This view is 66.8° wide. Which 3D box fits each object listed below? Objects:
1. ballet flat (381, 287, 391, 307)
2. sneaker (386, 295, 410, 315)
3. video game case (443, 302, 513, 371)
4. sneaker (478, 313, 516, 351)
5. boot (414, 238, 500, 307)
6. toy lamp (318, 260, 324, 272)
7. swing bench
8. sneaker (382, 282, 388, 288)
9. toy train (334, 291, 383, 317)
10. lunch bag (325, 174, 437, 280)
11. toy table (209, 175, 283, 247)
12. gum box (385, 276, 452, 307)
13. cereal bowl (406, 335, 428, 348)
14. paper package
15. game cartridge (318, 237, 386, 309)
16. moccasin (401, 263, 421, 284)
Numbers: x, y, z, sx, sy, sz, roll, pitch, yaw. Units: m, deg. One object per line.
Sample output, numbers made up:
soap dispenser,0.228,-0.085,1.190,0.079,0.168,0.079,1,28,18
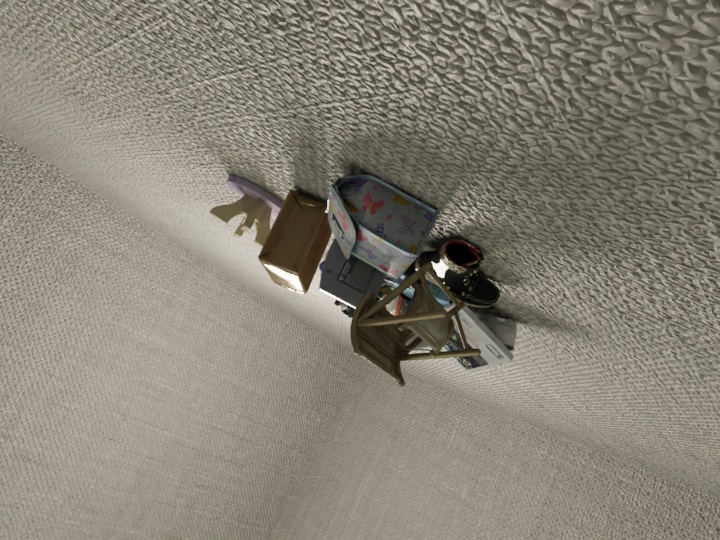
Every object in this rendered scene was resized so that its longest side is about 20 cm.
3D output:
ballet flat,0.119,0.101,1.664,0.198,0.063,0.069,22,144,14
sneaker,0.114,0.127,1.569,0.081,0.078,0.200,15,164,-3
video game case,0.267,0.173,1.407,0.200,0.023,0.182,45,147,-7
sneaker,0.321,0.156,1.437,0.199,0.081,0.070,5,158,41
boot,0.222,0.009,1.124,0.202,0.074,0.154,27,164,-7
toy lamp,-0.068,-0.009,1.643,0.058,0.059,0.199,33,164,-25
swing bench,0.105,0.115,1.099,0.198,0.131,0.199,-25,141,18
sneaker,0.000,0.000,1.512,0.197,0.084,0.072,4,-167,-7
toy train,-0.016,0.069,1.602,0.114,0.086,0.199,45,-155,19
lunch bag,0.023,-0.085,1.043,0.199,0.128,0.170,31,162,0
toy table,-0.279,-0.145,1.418,0.199,0.118,0.184,29,166,-6
gum box,0.177,0.067,1.477,0.198,0.045,0.170,19,165,29
cereal bowl,0.172,0.184,1.576,0.198,0.084,0.200,-10,169,-2
paper package,-0.148,-0.063,1.303,0.102,0.192,0.200,21,167,6
game cartridge,0.000,-0.027,1.135,0.132,0.201,0.041,28,169,-6
moccasin,0.074,-0.041,1.235,0.200,0.069,0.080,38,170,-35
